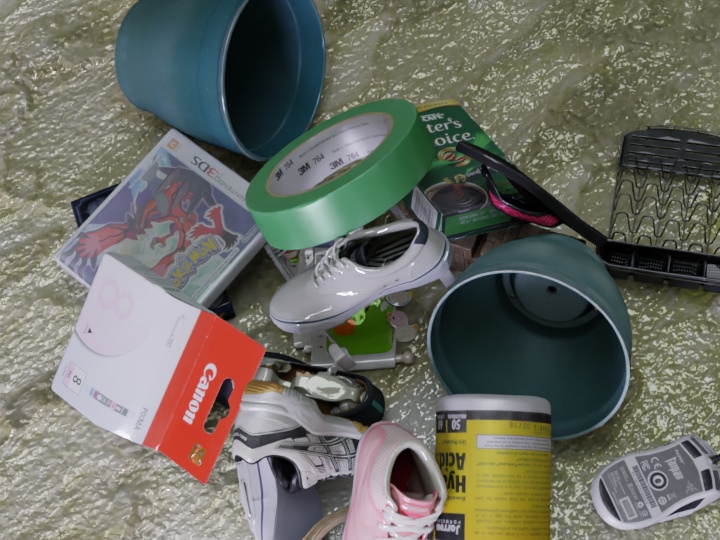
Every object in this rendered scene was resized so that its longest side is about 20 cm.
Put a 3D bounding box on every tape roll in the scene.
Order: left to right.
[{"bbox_3d":[-0.021,-0.100,1.371,0.199,0.048,0.201,-25,24,12],"label":"tape roll"}]

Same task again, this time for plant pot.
[{"bbox_3d":[-0.170,-0.237,1.531,0.186,0.201,0.202,12,62,29],"label":"plant pot"},{"bbox_3d":[0.180,0.047,1.336,0.198,0.202,0.135,14,38,14],"label":"plant pot"}]

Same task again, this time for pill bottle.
[{"bbox_3d":[0.123,0.220,1.260,0.110,0.111,0.203,0,81,7],"label":"pill bottle"}]

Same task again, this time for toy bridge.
[{"bbox_3d":[-0.032,0.280,1.285,0.200,0.067,0.027,-48,24,-22],"label":"toy bridge"}]

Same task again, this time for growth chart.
[{"bbox_3d":[-0.018,0.022,1.460,0.143,0.018,0.202,-13,63,1],"label":"growth chart"}]

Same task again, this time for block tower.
[{"bbox_3d":[0.139,-0.026,1.446,0.198,0.058,0.054,18,65,18],"label":"block tower"}]

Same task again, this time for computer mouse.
[{"bbox_3d":[0.313,0.197,1.309,0.198,0.044,0.111,-18,65,-9],"label":"computer mouse"}]

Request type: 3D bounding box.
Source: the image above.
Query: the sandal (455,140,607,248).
[{"bbox_3d":[0.169,-0.065,1.352,0.045,0.199,0.075,-53,29,7],"label":"sandal"}]

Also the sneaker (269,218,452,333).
[{"bbox_3d":[-0.011,-0.003,1.311,0.198,0.071,0.074,-25,50,18],"label":"sneaker"}]

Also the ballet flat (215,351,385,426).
[{"bbox_3d":[-0.071,0.118,1.383,0.197,0.073,0.074,11,63,13],"label":"ballet flat"}]

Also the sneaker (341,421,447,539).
[{"bbox_3d":[0.030,0.243,1.241,0.074,0.105,0.203,4,86,-19],"label":"sneaker"}]

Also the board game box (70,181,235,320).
[{"bbox_3d":[-0.232,-0.014,1.497,0.134,0.035,0.201,-22,61,-4],"label":"board game box"}]

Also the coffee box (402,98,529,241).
[{"bbox_3d":[0.092,-0.112,1.455,0.122,0.044,0.201,-12,41,-20],"label":"coffee box"}]

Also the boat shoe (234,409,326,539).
[{"bbox_3d":[-0.084,0.226,1.331,0.065,0.073,0.203,-22,67,45],"label":"boat shoe"}]

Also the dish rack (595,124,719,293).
[{"bbox_3d":[0.338,-0.073,1.444,0.151,0.055,0.202,9,65,11],"label":"dish rack"}]

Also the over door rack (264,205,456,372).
[{"bbox_3d":[0.000,0.000,1.396,0.147,0.067,0.201,-40,47,4],"label":"over door rack"}]

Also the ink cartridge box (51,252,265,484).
[{"bbox_3d":[-0.211,0.098,1.372,0.199,0.057,0.164,32,104,31],"label":"ink cartridge box"}]

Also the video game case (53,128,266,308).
[{"bbox_3d":[-0.207,-0.037,1.463,0.182,0.023,0.200,35,76,25],"label":"video game case"}]

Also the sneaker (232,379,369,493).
[{"bbox_3d":[-0.045,0.178,1.303,0.075,0.199,0.089,-2,65,54],"label":"sneaker"}]
